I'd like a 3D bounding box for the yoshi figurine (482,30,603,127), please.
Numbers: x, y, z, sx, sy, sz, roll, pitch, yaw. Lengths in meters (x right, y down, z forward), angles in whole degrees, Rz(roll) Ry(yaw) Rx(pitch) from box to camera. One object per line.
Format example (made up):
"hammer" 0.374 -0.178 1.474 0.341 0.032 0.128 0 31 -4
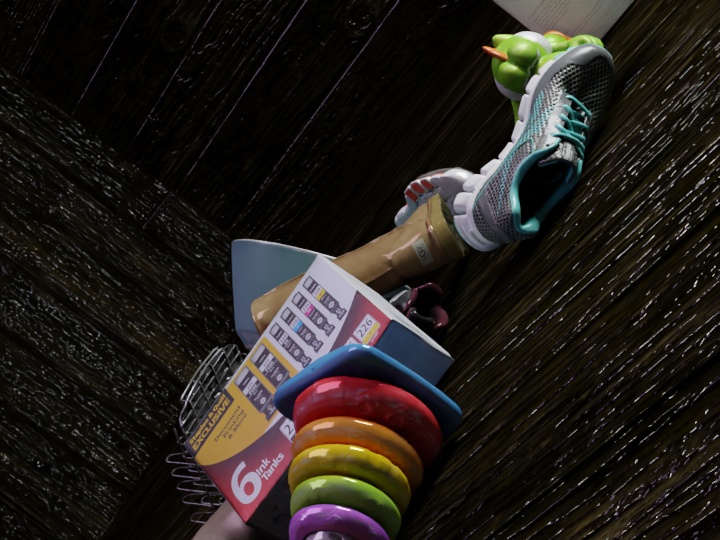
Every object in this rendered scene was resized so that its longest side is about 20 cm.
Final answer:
"yoshi figurine" 0.186 -0.184 1.551 0.111 0.114 0.200 -10 4 16

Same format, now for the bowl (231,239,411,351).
"bowl" -0.052 0.047 1.671 0.201 0.199 0.106 155 130 -78

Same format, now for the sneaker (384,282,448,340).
"sneaker" 0.013 0.079 1.403 0.115 0.075 0.201 -41 13 53

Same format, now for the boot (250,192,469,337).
"boot" 0.000 0.000 1.516 0.199 0.067 0.175 -27 0 8

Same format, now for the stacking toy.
"stacking toy" -0.010 0.161 1.073 0.116 0.109 0.201 -33 31 42

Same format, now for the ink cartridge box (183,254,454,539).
"ink cartridge box" -0.047 0.101 1.330 0.201 0.084 0.175 -54 38 3

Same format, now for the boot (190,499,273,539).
"boot" -0.085 0.209 1.446 0.147 0.070 0.200 -52 5 23

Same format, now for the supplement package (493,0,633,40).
"supplement package" 0.215 -0.364 1.678 0.192 0.199 0.147 -50 7 27

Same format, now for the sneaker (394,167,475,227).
"sneaker" 0.093 -0.084 1.692 0.082 0.077 0.200 -49 5 -18

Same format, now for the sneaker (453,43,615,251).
"sneaker" 0.161 -0.099 1.322 0.201 0.077 0.091 -59 22 -8

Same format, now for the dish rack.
"dish rack" -0.137 0.181 1.569 0.054 0.201 0.154 -4 31 23
